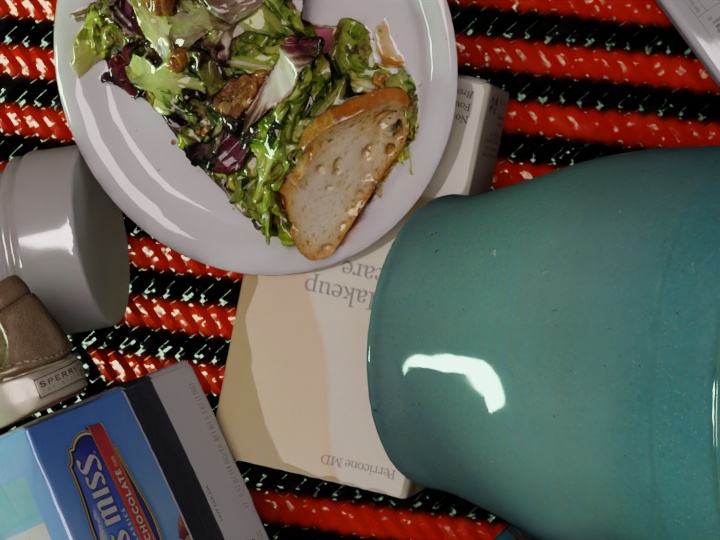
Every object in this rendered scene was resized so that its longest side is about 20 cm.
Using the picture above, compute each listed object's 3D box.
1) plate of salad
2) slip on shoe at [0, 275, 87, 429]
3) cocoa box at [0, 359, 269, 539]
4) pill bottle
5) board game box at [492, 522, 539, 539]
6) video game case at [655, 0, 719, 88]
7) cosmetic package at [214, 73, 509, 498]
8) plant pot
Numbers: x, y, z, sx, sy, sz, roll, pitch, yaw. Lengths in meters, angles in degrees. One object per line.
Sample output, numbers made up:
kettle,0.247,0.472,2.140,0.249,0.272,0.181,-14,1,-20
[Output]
plate of salad,-0.054,-0.093,1.081,0.199,0.048,0.201,6,106,20
slip on shoe,-0.211,0.062,1.111,0.200,0.076,0.061,-25,91,39
cocoa box,-0.160,0.147,1.115,0.200,0.131,0.134,-25,87,32
pill bottle,-0.220,-0.002,1.165,0.199,0.114,0.115,-9,89,10
board game box,0.112,0.175,1.063,0.151,0.200,0.047,37,97,8
video game case,0.212,-0.179,1.114,0.182,0.023,0.200,-35,78,3
cosmetic package,0.000,0.000,1.147,0.105,0.071,0.201,11,92,11
plant pot,0.113,0.039,1.041,0.187,0.200,0.201,3,91,31
